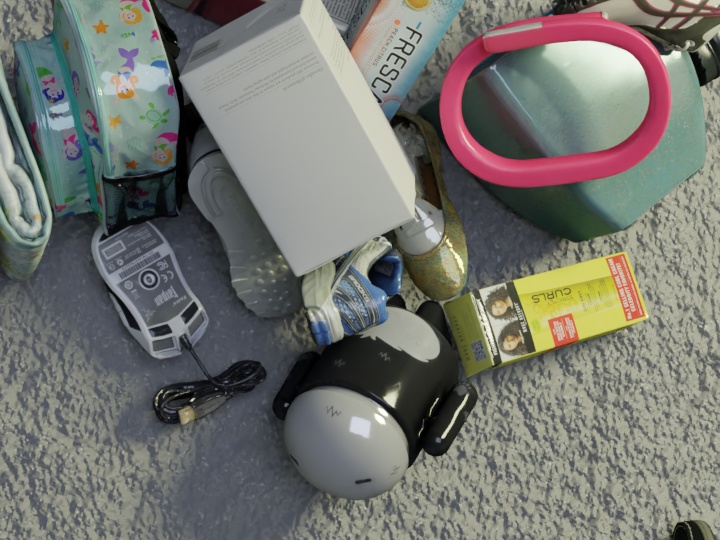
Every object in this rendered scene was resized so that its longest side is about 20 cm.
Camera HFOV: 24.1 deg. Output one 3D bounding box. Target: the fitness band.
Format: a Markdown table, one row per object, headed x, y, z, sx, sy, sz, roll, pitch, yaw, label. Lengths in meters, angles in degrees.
| x | y | z | sx | sy | sz | roll | pitch | yaw | label |
| --- | --- | --- | --- | --- | --- | --- | --- | --- | --- |
| 0.167 | -0.145 | 1.453 | 0.199 | 0.037 | 0.144 | -6 | 112 | 10 | fitness band |

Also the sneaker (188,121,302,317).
| x | y | z | sx | sy | sz | roll | pitch | yaw | label |
| --- | --- | --- | --- | --- | --- | --- | --- | --- | --- |
| -0.098 | -0.045 | 1.535 | 0.076 | 0.081 | 0.201 | -20 | 125 | 1 | sneaker |

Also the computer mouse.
| x | y | z | sx | sy | sz | roll | pitch | yaw | label |
| --- | --- | --- | --- | --- | --- | --- | --- | --- | --- |
| -0.178 | 0.040 | 1.541 | 0.109 | 0.044 | 0.201 | -30 | 90 | -23 | computer mouse |

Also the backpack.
| x | y | z | sx | sy | sz | roll | pitch | yaw | label |
| --- | --- | --- | --- | --- | --- | --- | --- | --- | --- |
| -0.221 | -0.148 | 1.466 | 0.150 | 0.200 | 0.178 | -10 | 61 | -18 | backpack |

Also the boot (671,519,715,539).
| x | y | z | sx | sy | sz | roll | pitch | yaw | label |
| --- | --- | --- | --- | --- | --- | --- | --- | --- | --- |
| 0.255 | 0.328 | 1.581 | 0.153 | 0.073 | 0.205 | 9 | 77 | -9 | boot |

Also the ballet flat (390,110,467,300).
| x | y | z | sx | sy | sz | roll | pitch | yaw | label |
| --- | --- | --- | --- | --- | --- | --- | --- | --- | --- |
| 0.051 | -0.066 | 1.569 | 0.070 | 0.071 | 0.201 | -1 | 58 | -13 | ballet flat |

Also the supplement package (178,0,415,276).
| x | y | z | sx | sy | sz | roll | pitch | yaw | label |
| --- | --- | --- | --- | --- | --- | --- | --- | --- | --- |
| -0.049 | -0.121 | 1.439 | 0.119 | 0.121 | 0.201 | -26 | 109 | 12 | supplement package |

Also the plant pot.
| x | y | z | sx | sy | sz | roll | pitch | yaw | label |
| --- | --- | --- | --- | --- | --- | --- | --- | --- | --- |
| 0.209 | -0.140 | 1.592 | 0.195 | 0.196 | 0.200 | -36 | 95 | -16 | plant pot |

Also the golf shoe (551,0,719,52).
| x | y | z | sx | sy | sz | roll | pitch | yaw | label |
| --- | --- | --- | --- | --- | --- | --- | --- | --- | --- |
| 0.266 | -0.228 | 1.482 | 0.199 | 0.077 | 0.089 | -13 | 109 | -14 | golf shoe |

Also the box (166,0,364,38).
| x | y | z | sx | sy | sz | roll | pitch | yaw | label |
| --- | --- | --- | --- | --- | --- | --- | --- | --- | --- |
| -0.074 | -0.288 | 1.587 | 0.199 | 0.109 | 0.129 | 23 | 76 | -8 | box |

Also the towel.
| x | y | z | sx | sy | sz | roll | pitch | yaw | label |
| --- | --- | --- | --- | --- | --- | --- | --- | --- | --- |
| -0.313 | -0.100 | 1.466 | 0.048 | 0.171 | 0.201 | -15 | 84 | -14 | towel |

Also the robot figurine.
| x | y | z | sx | sy | sz | roll | pitch | yaw | label |
| --- | --- | --- | --- | --- | --- | --- | --- | --- | --- |
| 0.013 | 0.113 | 1.519 | 0.125 | 0.150 | 0.200 | 43 | 52 | -13 | robot figurine |

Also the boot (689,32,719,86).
| x | y | z | sx | sy | sz | roll | pitch | yaw | label |
| --- | --- | --- | --- | --- | --- | --- | --- | --- | --- |
| 0.363 | -0.308 | 1.709 | 0.168 | 0.076 | 0.201 | -34 | 96 | -13 | boot |

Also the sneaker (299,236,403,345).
| x | y | z | sx | sy | sz | roll | pitch | yaw | label |
| --- | --- | --- | --- | --- | --- | --- | --- | --- | --- |
| 0.000 | 0.000 | 1.524 | 0.085 | 0.200 | 0.077 | -10 | 121 | 9 | sneaker |

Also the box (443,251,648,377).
| x | y | z | sx | sy | sz | roll | pitch | yaw | label |
| --- | --- | --- | --- | --- | --- | --- | --- | --- | --- |
| 0.177 | 0.040 | 1.591 | 0.199 | 0.050 | 0.076 | -12 | 81 | -34 | box |

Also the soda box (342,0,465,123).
| x | y | z | sx | sy | sz | roll | pitch | yaw | label |
| --- | --- | --- | --- | --- | --- | --- | --- | --- | --- |
| 0.022 | -0.199 | 1.505 | 0.068 | 0.064 | 0.200 | 26 | 116 | -16 | soda box |

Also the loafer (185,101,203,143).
| x | y | z | sx | sy | sz | roll | pitch | yaw | label |
| --- | --- | --- | --- | --- | --- | --- | --- | --- | --- |
| -0.074 | -0.124 | 1.586 | 0.199 | 0.073 | 0.072 | 22 | 68 | -15 | loafer |
